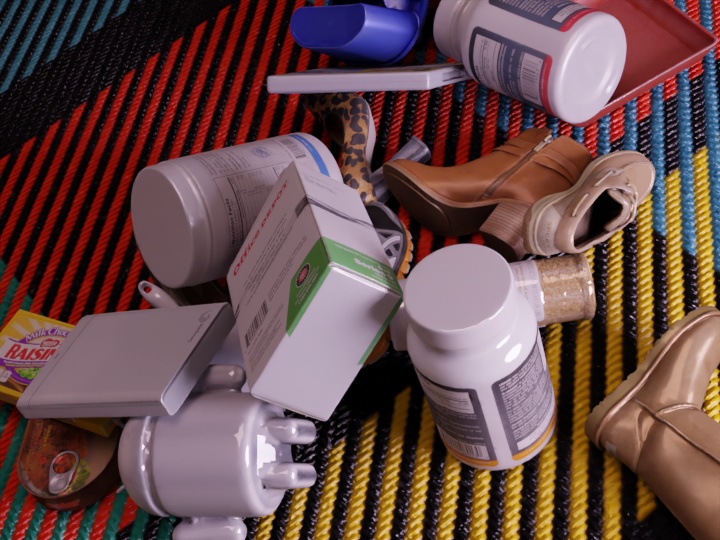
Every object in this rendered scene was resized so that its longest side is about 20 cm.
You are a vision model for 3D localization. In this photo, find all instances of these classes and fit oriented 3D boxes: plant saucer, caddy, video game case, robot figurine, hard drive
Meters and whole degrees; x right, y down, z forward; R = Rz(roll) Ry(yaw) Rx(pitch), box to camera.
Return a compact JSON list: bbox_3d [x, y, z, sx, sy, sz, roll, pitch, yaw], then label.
[{"bbox_3d":[0.278,-0.255,1.392,0.199,0.037,0.200,-29,46,-7],"label":"plant saucer"},{"bbox_3d":[0.003,-0.324,1.450,0.199,0.104,0.143,14,98,52],"label":"caddy"},{"bbox_3d":[0.016,-0.227,1.405,0.198,0.022,0.182,2,13,22],"label":"video game case"},{"bbox_3d":[-0.142,0.173,1.115,0.197,0.113,0.172,-3,77,17],"label":"robot figurine"},{"bbox_3d":[-0.228,0.088,1.159,0.198,0.027,0.132,-5,38,34],"label":"hard drive"}]

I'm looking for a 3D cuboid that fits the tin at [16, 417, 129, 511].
[{"bbox_3d":[-0.287,0.156,1.238,0.111,0.042,0.202,-11,46,17],"label":"tin"}]

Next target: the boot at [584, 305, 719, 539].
[{"bbox_3d":[0.313,0.145,1.008,0.175,0.066,0.200,-46,48,-5],"label":"boot"}]

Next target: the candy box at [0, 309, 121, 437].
[{"bbox_3d":[-0.314,0.104,1.253,0.198,0.027,0.103,12,51,29],"label":"candy box"}]

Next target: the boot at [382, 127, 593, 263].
[{"bbox_3d":[0.136,-0.107,1.284,0.199,0.077,0.156,26,64,33],"label":"boot"}]

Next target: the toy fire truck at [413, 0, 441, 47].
[{"bbox_3d":[0.112,-0.393,1.463,0.174,0.201,0.130,4,52,24],"label":"toy fire truck"}]

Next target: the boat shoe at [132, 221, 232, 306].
[{"bbox_3d":[-0.191,0.004,1.319,0.071,0.076,0.201,-28,55,-11],"label":"boat shoe"}]

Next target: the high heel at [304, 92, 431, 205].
[{"bbox_3d":[-0.034,-0.133,1.378,0.142,0.072,0.199,-43,53,-18],"label":"high heel"}]

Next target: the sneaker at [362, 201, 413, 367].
[{"bbox_3d":[0.000,0.000,1.228,0.078,0.077,0.202,-29,38,34],"label":"sneaker"}]

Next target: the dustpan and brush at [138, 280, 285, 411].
[{"bbox_3d":[-0.150,0.073,1.215,0.199,0.057,0.140,40,77,1],"label":"dustpan and brush"}]

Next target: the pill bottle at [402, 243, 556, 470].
[{"bbox_3d":[0.104,0.077,1.047,0.115,0.201,0.117,-10,47,11],"label":"pill bottle"}]

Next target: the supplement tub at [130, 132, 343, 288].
[{"bbox_3d":[-0.126,-0.066,1.263,0.198,0.133,0.132,-17,39,-35],"label":"supplement tub"}]

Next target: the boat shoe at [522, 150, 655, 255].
[{"bbox_3d":[0.242,-0.062,1.181,0.064,0.072,0.199,12,34,43],"label":"boat shoe"}]

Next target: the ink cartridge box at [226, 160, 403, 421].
[{"bbox_3d":[-0.048,0.013,1.098,0.147,0.083,0.201,-58,26,22],"label":"ink cartridge box"}]

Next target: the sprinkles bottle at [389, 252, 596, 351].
[{"bbox_3d":[0.124,0.029,1.157,0.197,0.069,0.069,-9,47,1],"label":"sprinkles bottle"}]

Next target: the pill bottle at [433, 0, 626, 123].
[{"bbox_3d":[0.181,-0.251,1.318,0.119,0.120,0.199,-42,49,-18],"label":"pill bottle"}]
